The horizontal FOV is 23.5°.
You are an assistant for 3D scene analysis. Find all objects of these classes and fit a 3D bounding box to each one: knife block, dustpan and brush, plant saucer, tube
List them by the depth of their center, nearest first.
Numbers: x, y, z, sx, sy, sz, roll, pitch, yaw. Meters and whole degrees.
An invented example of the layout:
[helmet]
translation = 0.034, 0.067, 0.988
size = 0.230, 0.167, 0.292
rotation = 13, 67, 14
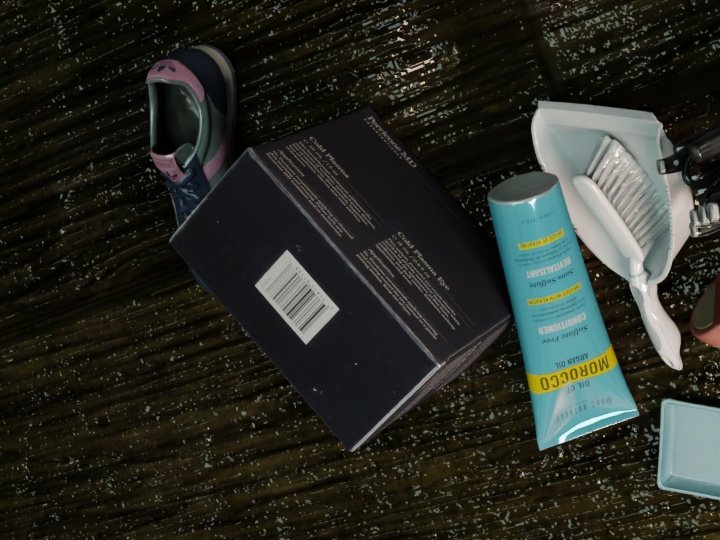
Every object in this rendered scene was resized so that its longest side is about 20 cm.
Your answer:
[knife block]
translation = 0.286, -0.091, 1.058
size = 0.200, 0.175, 0.064
rotation = -27, 91, 31
[dustpan and brush]
translation = 0.189, -0.018, 1.188
size = 0.200, 0.057, 0.139
rotation = 54, 161, -26
[plant saucer]
translation = 0.307, 0.136, 1.205
size = 0.199, 0.019, 0.070
rotation = 9, 108, 27
[tube]
translation = 0.138, 0.030, 1.224
size = 0.077, 0.050, 0.200
rotation = -17, 113, 3

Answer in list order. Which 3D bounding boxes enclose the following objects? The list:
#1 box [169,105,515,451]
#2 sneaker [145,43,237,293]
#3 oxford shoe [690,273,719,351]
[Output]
[box]
translation = 0.000, 0.000, 1.237
size = 0.200, 0.182, 0.104
rotation = 49, 121, 9
[sneaker]
translation = -0.134, -0.071, 1.347
size = 0.070, 0.082, 0.201
rotation = -2, 104, 28
[oxford shoe]
translation = 0.314, -0.006, 1.145
size = 0.075, 0.071, 0.200
rotation = 38, 121, -16
